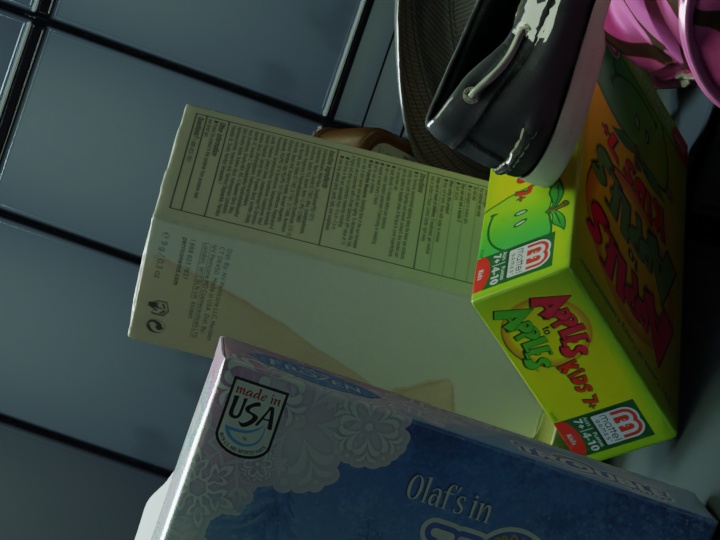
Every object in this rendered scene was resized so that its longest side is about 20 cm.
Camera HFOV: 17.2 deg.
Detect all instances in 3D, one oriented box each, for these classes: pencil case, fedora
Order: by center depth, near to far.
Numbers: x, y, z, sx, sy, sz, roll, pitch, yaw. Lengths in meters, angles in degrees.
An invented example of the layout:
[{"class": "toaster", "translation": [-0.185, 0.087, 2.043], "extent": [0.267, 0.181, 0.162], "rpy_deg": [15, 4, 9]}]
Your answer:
[{"class": "pencil case", "translation": [0.149, -0.109, 0.973], "extent": [0.200, 0.090, 0.095], "rpy_deg": [-111, 24, -77]}, {"class": "fedora", "translation": [0.098, -0.139, 1.315], "extent": [0.090, 0.176, 0.202], "rpy_deg": [-6, 69, 35]}]

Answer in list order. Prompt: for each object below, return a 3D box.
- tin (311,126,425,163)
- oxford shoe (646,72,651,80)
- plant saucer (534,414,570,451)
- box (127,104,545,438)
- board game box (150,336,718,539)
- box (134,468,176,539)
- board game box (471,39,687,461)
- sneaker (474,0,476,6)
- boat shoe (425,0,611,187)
[{"class": "tin", "translation": [0.017, -0.012, 1.300], "extent": [0.200, 0.042, 0.113], "rpy_deg": [22, -108, -65]}, {"class": "oxford shoe", "translation": [0.156, -0.170, 1.234], "extent": [0.073, 0.071, 0.201], "rpy_deg": [-40, 30, 37]}, {"class": "plant saucer", "translation": [0.081, 0.104, 1.175], "extent": [0.200, 0.031, 0.201], "rpy_deg": [-160, 90, -83]}, {"class": "box", "translation": [0.000, 0.000, 1.113], "extent": [0.095, 0.198, 0.078], "rpy_deg": [-77, 3, -51]}, {"class": "board game box", "translation": [0.008, 0.151, 0.905], "extent": [0.043, 0.199, 0.200], "rpy_deg": [-122, 51, -79]}, {"class": "box", "translation": [-0.062, 0.235, 1.369], "extent": [0.200, 0.170, 0.200], "rpy_deg": [131, 157, -73]}, {"class": "board game box", "translation": [0.101, -0.023, 1.046], "extent": [0.047, 0.102, 0.201], "rpy_deg": [-20, 34, 24]}, {"class": "sneaker", "translation": [0.097, -0.187, 1.158], "extent": [0.104, 0.059, 0.201], "rpy_deg": [114, 162, -53]}, {"class": "boat shoe", "translation": [0.075, -0.138, 0.980], "extent": [0.073, 0.062, 0.202], "rpy_deg": [160, 124, -77]}]
